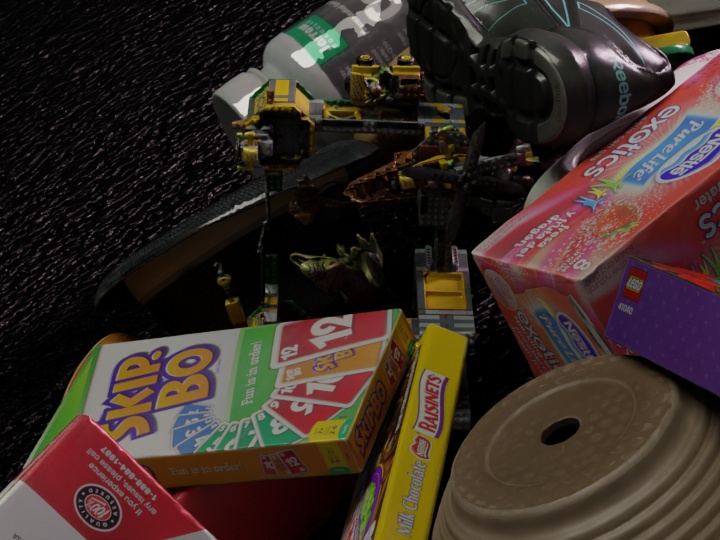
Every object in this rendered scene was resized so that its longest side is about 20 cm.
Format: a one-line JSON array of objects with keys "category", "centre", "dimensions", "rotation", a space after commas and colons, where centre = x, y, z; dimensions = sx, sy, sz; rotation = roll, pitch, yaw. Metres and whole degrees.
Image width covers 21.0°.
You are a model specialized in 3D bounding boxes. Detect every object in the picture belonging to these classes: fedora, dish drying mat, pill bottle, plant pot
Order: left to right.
[{"category": "dish drying mat", "centre": [-0.081, 0.144, 0.942], "dimensions": [0.200, 0.077, 0.018], "rotation": [-41, 36, -24]}, {"category": "fedora", "centre": [-0.058, 0.005, 1.148], "dimensions": [0.200, 0.092, 0.201], "rotation": [-29, -3, -2]}, {"category": "pill bottle", "centre": [0.003, -0.139, 1.373], "dimensions": [0.200, 0.113, 0.113], "rotation": [-35, 24, -12]}, {"category": "plant pot", "centre": [0.100, 0.101, 0.796], "dimensions": [0.200, 0.093, 0.201], "rotation": [-26, 24, 12]}]

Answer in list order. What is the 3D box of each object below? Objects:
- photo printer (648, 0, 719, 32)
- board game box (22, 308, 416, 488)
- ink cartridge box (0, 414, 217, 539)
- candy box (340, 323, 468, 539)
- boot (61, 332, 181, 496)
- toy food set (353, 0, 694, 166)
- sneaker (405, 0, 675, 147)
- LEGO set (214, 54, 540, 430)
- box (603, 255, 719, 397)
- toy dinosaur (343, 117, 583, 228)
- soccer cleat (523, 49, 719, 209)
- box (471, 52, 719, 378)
[{"category": "photo printer", "centre": [0.234, -0.220, 1.288], "dimensions": [0.166, 0.070, 0.200], "rotation": [-2, 24, 45]}, {"category": "board game box", "centre": [-0.077, 0.067, 0.956], "dimensions": [0.199, 0.030, 0.096], "rotation": [-10, 34, 28]}, {"category": "ink cartridge box", "centre": [-0.140, 0.185, 0.817], "dimensions": [0.200, 0.144, 0.084], "rotation": [-48, 3, -37]}, {"category": "candy box", "centre": [0.010, 0.118, 0.879], "dimensions": [0.200, 0.026, 0.103], "rotation": [-72, 4, -58]}, {"category": "boot", "centre": [-0.104, 0.083, 1.062], "dimensions": [0.144, 0.071, 0.202], "rotation": [-36, 28, 34]}, {"category": "toy food set", "centre": [0.099, -0.120, 1.196], "dimensions": [0.199, 0.049, 0.198], "rotation": [-10, -10, -19]}, {"category": "sneaker", "centre": [0.089, -0.113, 1.040], "dimensions": [0.079, 0.076, 0.200], "rotation": [-15, 27, -21]}, {"category": "LEGO set", "centre": [0.000, 0.000, 1.002], "dimensions": [0.153, 0.201, 0.116], "rotation": [8, 26, -4]}, {"category": "box", "centre": [0.201, 0.047, 0.744], "dimensions": [0.200, 0.136, 0.039], "rotation": [31, 104, 64]}, {"category": "toy dinosaur", "centre": [0.081, -0.056, 1.127], "dimensions": [0.200, 0.102, 0.135], "rotation": [-38, 22, -30]}, {"category": "soccer cleat", "centre": [0.172, -0.067, 1.047], "dimensions": [0.200, 0.070, 0.086], "rotation": [-37, -4, -29]}, {"category": "box", "centre": [0.169, -0.019, 0.948], "dimensions": [0.200, 0.103, 0.095], "rotation": [-37, 24, -19]}]
